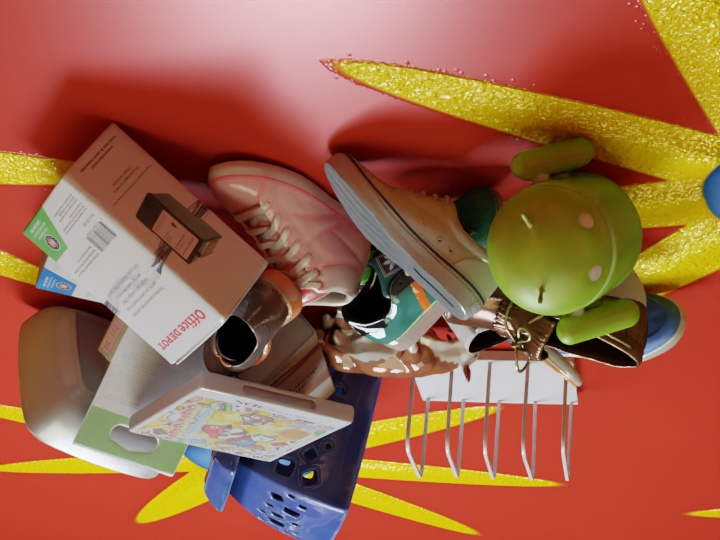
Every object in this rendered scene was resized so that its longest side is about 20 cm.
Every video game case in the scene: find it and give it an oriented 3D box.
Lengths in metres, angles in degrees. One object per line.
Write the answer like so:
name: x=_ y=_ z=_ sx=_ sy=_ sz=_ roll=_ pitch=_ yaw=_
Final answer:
video game case: x=-0.133 y=0.163 z=1.664 sx=0.181 sy=0.023 sz=0.200 roll=16 pitch=155 yaw=-26

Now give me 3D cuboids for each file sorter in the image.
file sorter: x=0.161 y=0.180 z=1.852 sx=0.198 sy=0.126 sz=0.139 roll=0 pitch=155 yaw=11

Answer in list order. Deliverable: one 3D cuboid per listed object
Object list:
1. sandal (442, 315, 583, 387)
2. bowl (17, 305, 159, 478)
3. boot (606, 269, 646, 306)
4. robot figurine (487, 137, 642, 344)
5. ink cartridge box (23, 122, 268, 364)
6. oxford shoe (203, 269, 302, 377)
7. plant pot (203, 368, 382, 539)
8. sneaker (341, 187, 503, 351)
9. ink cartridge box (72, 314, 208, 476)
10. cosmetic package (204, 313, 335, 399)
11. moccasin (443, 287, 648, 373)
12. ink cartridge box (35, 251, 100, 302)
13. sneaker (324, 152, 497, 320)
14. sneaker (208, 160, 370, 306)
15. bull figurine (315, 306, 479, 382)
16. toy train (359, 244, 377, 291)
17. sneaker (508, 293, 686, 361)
sandal: x=0.136 y=0.066 z=1.567 sx=0.206 sy=0.059 sz=0.079 roll=41 pitch=179 yaw=26
bowl: x=-0.299 y=0.132 z=1.796 sx=0.199 sy=0.201 sz=0.075 roll=28 pitch=122 yaw=-34
boot: x=0.192 y=0.003 z=1.549 sx=0.199 sy=0.074 sz=0.095 roll=30 pitch=153 yaw=-26
robot figurine: x=0.183 y=-0.025 z=1.364 sx=0.115 sy=0.177 sz=0.200 roll=-13 pitch=-177 yaw=26
ink cartridge box: x=-0.207 y=-0.021 z=1.459 sx=0.200 sy=0.084 sz=0.146 roll=42 pitch=146 yaw=-8
oxford shoe: x=-0.128 y=0.066 z=1.526 sx=0.071 sy=0.073 sz=0.200 roll=44 pitch=146 yaw=3
plant pot: x=-0.090 y=0.213 z=1.901 sx=0.178 sy=0.201 sz=0.200 roll=15 pitch=154 yaw=-4
sneaker: x=0.058 y=-0.005 z=1.469 sx=0.079 sy=0.072 sz=0.200 roll=18 pitch=121 yaw=-35
ink cartridge box: x=-0.233 y=0.119 z=1.734 sx=0.145 sy=0.201 sz=0.048 roll=24 pitch=-174 yaw=-36
cosmetic package: x=-0.099 y=0.107 z=1.718 sx=0.087 sy=0.103 sz=0.200 roll=45 pitch=169 yaw=21
moccasin: x=0.178 y=0.056 z=1.490 sx=0.200 sy=0.078 sz=0.074 roll=13 pitch=149 yaw=2
ink cartridge box: x=-0.230 y=-0.009 z=1.602 sx=0.198 sy=0.068 sz=0.116 roll=14 pitch=154 yaw=-16
sneaker: x=0.052 y=-0.043 z=1.413 sx=0.200 sy=0.071 sz=0.073 roll=45 pitch=164 yaw=8
sneaker: x=-0.069 y=-0.028 z=1.486 sx=0.199 sy=0.106 sz=0.075 roll=28 pitch=150 yaw=-37
bull figurine: x=0.040 y=0.084 z=1.746 sx=0.198 sy=0.066 sz=0.122 roll=-4 pitch=150 yaw=18
toy train: x=0.000 y=0.000 z=1.585 sx=0.198 sy=0.057 sz=0.042 roll=-5 pitch=142 yaw=23
sneaker: x=0.236 y=0.051 z=1.616 sx=0.198 sy=0.077 sz=0.111 roll=-1 pitch=164 yaw=29
